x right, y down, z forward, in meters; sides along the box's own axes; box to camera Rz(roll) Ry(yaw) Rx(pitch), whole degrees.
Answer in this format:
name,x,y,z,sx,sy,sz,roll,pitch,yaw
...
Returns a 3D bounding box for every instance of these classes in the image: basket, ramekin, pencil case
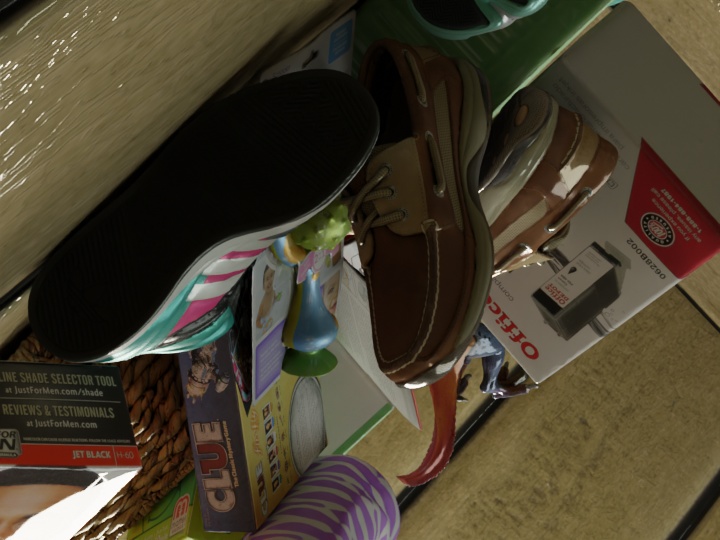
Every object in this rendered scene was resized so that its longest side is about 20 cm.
name,x,y,z,sx,sy,sz,roll,pitch,yaw
basket,-0.183,0.068,1.196,0.200,0.148,0.144,-44,-147,45
ramekin,0.060,-0.141,1.149,0.200,0.098,0.200,-44,180,0
pencil case,-0.030,0.176,1.116,0.084,0.086,0.200,-42,-177,21

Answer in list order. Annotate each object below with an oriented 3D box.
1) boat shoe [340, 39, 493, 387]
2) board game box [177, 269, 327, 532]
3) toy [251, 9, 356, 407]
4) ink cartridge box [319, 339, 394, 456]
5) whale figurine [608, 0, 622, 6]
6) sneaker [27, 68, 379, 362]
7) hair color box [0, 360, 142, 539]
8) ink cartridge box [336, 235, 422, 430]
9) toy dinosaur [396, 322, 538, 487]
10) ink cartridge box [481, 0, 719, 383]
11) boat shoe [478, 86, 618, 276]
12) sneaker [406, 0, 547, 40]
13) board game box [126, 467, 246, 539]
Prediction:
name,x,y,z,sx,sy,sz,roll,pitch,yaw
boat shoe,0.020,-0.033,0.975,0.076,0.072,0.201,-33,-137,39
board game box,-0.066,0.034,1.110,0.034,0.202,0.135,-2,-164,18
toy,-0.018,-0.030,1.056,0.115,0.047,0.201,-45,147,-55
ink cartridge box,-0.045,0.102,1.389,0.145,0.088,0.200,-43,-178,6
whale figurine,0.154,-0.229,1.368,0.159,0.104,0.200,-44,180,-22
sneaker,-0.072,-0.022,0.965,0.199,0.084,0.121,-36,175,0
hair color box,-0.205,0.120,0.966,0.101,0.062,0.200,5,145,-36
ink cartridge box,0.000,0.000,1.207,0.050,0.200,0.109,-26,131,-15
toy dinosaur,0.079,0.026,1.375,0.182,0.104,0.201,71,29,-44
ink cartridge box,0.133,-0.041,1.147,0.083,0.147,0.200,-41,178,-41
boat shoe,0.083,-0.027,1.083,0.200,0.071,0.076,129,-19,-59
sneaker,0.111,-0.205,1.028,0.200,0.078,0.140,-44,179,15
board game box,-0.098,0.098,1.231,0.101,0.047,0.201,-36,-141,52
